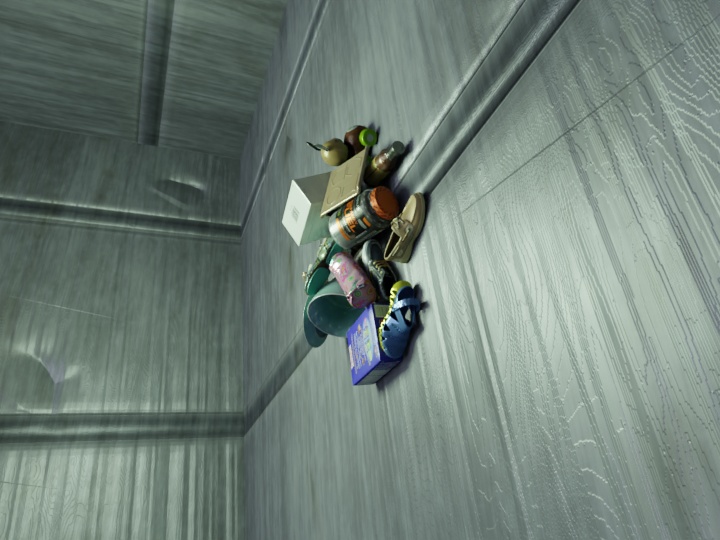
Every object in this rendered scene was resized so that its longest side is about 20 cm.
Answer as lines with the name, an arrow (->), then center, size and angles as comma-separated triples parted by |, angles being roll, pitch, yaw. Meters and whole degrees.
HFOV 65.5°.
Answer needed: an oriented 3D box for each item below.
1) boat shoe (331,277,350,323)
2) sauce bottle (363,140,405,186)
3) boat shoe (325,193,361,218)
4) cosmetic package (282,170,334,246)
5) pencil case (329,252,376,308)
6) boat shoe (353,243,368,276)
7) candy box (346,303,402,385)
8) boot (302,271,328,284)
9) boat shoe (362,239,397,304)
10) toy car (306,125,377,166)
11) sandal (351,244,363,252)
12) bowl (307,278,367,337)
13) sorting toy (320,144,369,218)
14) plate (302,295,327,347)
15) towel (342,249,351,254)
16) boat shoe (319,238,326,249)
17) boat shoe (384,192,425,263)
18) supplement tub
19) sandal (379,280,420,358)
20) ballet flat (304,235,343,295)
boat shoe -> -0.060, 0.115, 1.861 | 0.201, 0.071, 0.077 | -98, 10, -45
sauce bottle -> 0.069, -0.310, 1.625 | 0.200, 0.065, 0.067 | 148, 124, -61
boat shoe -> -0.023, -0.195, 1.719 | 0.198, 0.059, 0.073 | -6, 102, 35
cosmetic package -> -0.134, -0.211, 1.875 | 0.123, 0.199, 0.200 | 52, 143, 24
pencil case -> -0.025, 0.026, 1.591 | 0.200, 0.086, 0.088 | -124, 44, -52
boat shoe -> 0.000, 0.000, 1.726 | 0.069, 0.074, 0.201 | -91, 24, -45
candy box -> 0.034, 0.211, 1.576 | 0.200, 0.076, 0.171 | 129, 139, -52
boot -> -0.143, 0.097, 1.855 | 0.069, 0.200, 0.148 | 1, 76, 27
boat shoe -> 0.060, -0.002, 1.578 | 0.091, 0.070, 0.203 | 143, 121, -61
toy car -> -0.071, -0.399, 1.807 | 0.164, 0.198, 0.160 | -150, 67, -65
sandal -> -0.014, -0.094, 1.786 | 0.201, 0.057, 0.081 | 157, 117, -66
bowl -> -0.056, 0.101, 1.709 | 0.202, 0.199, 0.106 | 120, 167, -45
sorting toy -> -0.043, -0.264, 1.694 | 0.199, 0.036, 0.187 | -30, 39, 44
plate -> -0.126, 0.148, 1.795 | 0.025, 0.200, 0.203 | 2, 86, 23
towel -> -0.062, -0.052, 1.826 | 0.201, 0.047, 0.173 | 91, 172, -48
boat shoe -> -0.117, -0.085, 2.040 | 0.093, 0.074, 0.203 | 166, 116, -74
boat shoe -> 0.115, -0.110, 1.462 | 0.071, 0.064, 0.202 | -122, 42, -56
supplement tub -> 0.010, -0.153, 1.612 | 0.199, 0.122, 0.124 | -31, 54, 40
sandal -> 0.103, 0.132, 1.428 | 0.087, 0.079, 0.203 | 32, 116, 61
ballet flat -> -0.117, -0.019, 1.695 | 0.201, 0.074, 0.074 | -56, 24, -1
